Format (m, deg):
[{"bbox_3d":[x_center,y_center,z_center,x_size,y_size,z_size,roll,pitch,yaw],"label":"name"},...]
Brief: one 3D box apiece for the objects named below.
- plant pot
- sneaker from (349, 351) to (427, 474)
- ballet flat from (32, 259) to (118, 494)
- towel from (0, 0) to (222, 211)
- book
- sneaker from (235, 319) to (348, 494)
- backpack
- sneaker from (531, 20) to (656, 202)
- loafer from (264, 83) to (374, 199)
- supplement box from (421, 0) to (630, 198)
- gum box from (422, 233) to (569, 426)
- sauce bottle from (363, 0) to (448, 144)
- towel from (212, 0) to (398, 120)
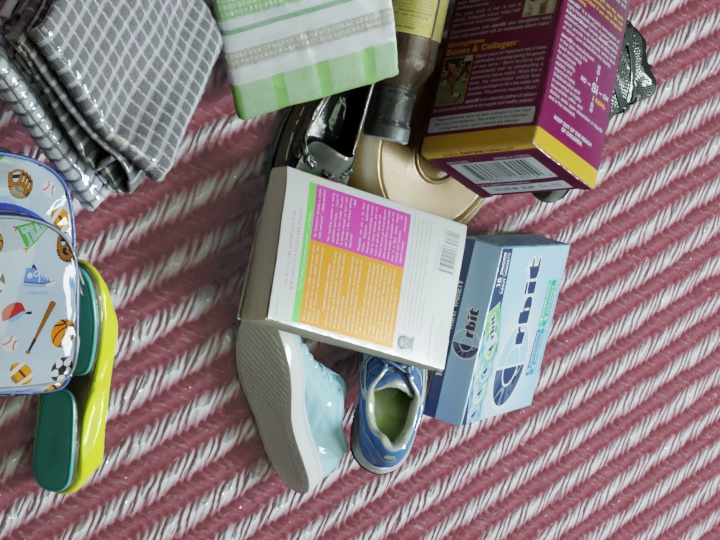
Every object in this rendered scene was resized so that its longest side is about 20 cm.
[{"bbox_3d":[0.068,-0.115,1.615,0.199,0.027,0.201,-16,115,-37],"label":"plant pot"},{"bbox_3d":[0.036,0.084,1.586,0.075,0.077,0.201,5,79,-10],"label":"sneaker"},{"bbox_3d":[-0.226,0.083,1.406,0.067,0.066,0.201,-18,121,-59],"label":"ballet flat"},{"bbox_3d":[-0.185,-0.171,1.285,0.166,0.085,0.201,58,35,-39],"label":"towel"},{"bbox_3d":[0.000,0.000,1.496,0.199,0.048,0.134,17,78,-34],"label":"book"},{"bbox_3d":[-0.055,0.100,1.556,0.082,0.074,0.201,-38,135,-35],"label":"sneaker"},{"bbox_3d":[-0.291,0.001,1.263,0.199,0.154,0.192,-4,97,-37],"label":"backpack"},{"bbox_3d":[0.232,-0.157,1.710,0.114,0.076,0.201,15,89,-37],"label":"sneaker"},{"bbox_3d":[-0.030,-0.119,1.501,0.072,0.063,0.201,9,98,-42],"label":"loafer"},{"bbox_3d":[0.150,-0.178,1.560,0.103,0.130,0.201,30,67,-43],"label":"supplement box"},{"bbox_3d":[0.133,0.053,1.665,0.200,0.044,0.171,-2,107,-65],"label":"gum box"},{"bbox_3d":[0.041,-0.213,1.523,0.064,0.065,0.201,11,91,-43],"label":"sauce bottle"},{"bbox_3d":[-0.047,-0.220,1.394,0.148,0.031,0.201,-16,136,-9],"label":"towel"}]
